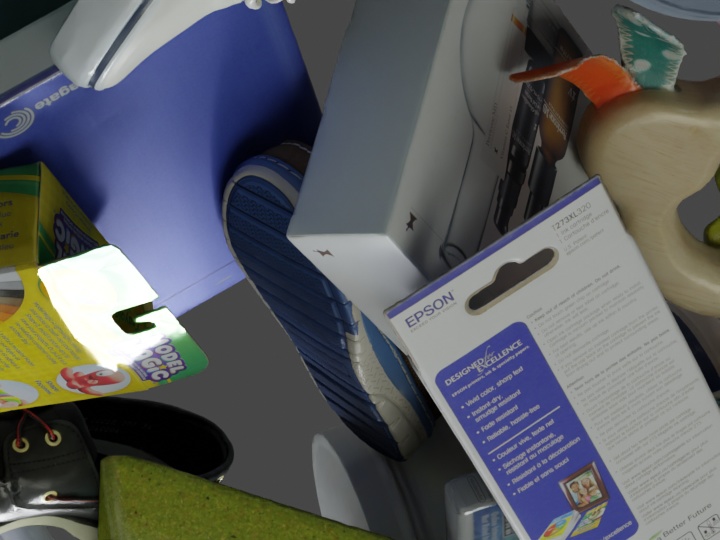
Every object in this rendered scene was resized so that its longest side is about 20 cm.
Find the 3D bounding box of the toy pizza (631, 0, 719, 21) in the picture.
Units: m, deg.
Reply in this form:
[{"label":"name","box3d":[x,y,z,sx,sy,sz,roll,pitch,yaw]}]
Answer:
[{"label":"toy pizza","box3d":[0.156,-0.179,0.823,0.199,0.032,0.201,-14,134,-15]}]

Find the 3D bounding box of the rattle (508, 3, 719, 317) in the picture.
[{"label":"rattle","box3d":[0.143,-0.077,0.961,0.199,0.144,0.130,29,141,-23]}]

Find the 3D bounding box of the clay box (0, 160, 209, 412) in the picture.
[{"label":"clay box","box3d":[-0.166,0.015,0.871,0.199,0.048,0.115,-10,152,12]}]

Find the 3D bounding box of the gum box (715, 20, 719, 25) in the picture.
[{"label":"gum box","box3d":[0.129,-0.195,0.866,0.113,0.066,0.200,-39,137,10]}]

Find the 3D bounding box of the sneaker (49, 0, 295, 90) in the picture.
[{"label":"sneaker","box3d":[-0.018,-0.123,0.772,0.200,0.073,0.071,-42,93,3]}]

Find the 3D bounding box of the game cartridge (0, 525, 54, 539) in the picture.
[{"label":"game cartridge","box3d":[-0.232,0.177,1.074,0.199,0.041,0.133,-25,142,-3]}]

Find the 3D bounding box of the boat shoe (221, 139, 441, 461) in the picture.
[{"label":"boat shoe","box3d":[0.000,0.000,0.960,0.072,0.072,0.200,-48,149,-17]}]

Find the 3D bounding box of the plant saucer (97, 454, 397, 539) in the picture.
[{"label":"plant saucer","box3d":[-0.030,0.181,0.997,0.198,0.048,0.201,17,139,6]}]

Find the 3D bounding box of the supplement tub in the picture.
[{"label":"supplement tub","box3d":[0.089,0.107,1.089,0.199,0.145,0.145,-17,137,-12]}]

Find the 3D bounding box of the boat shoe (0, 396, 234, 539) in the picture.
[{"label":"boat shoe","box3d":[-0.145,0.079,0.995,0.201,0.074,0.063,13,120,-40]}]

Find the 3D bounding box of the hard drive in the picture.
[{"label":"hard drive","box3d":[-0.079,-0.045,0.897,0.131,0.025,0.200,-30,153,-5]}]

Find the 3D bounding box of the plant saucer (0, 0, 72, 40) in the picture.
[{"label":"plant saucer","box3d":[-0.133,-0.098,0.829,0.199,0.036,0.200,-24,150,-15]}]

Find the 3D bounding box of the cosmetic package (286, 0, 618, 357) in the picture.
[{"label":"cosmetic package","box3d":[0.055,-0.031,0.931,0.051,0.152,0.200,2,153,33]}]

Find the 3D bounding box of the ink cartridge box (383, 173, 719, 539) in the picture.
[{"label":"ink cartridge box","box3d":[0.084,0.051,0.882,0.094,0.037,0.200,-32,129,-1]}]

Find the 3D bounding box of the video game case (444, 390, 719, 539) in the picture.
[{"label":"video game case","box3d":[0.126,0.135,1.011,0.181,0.022,0.201,-17,137,-12]}]
